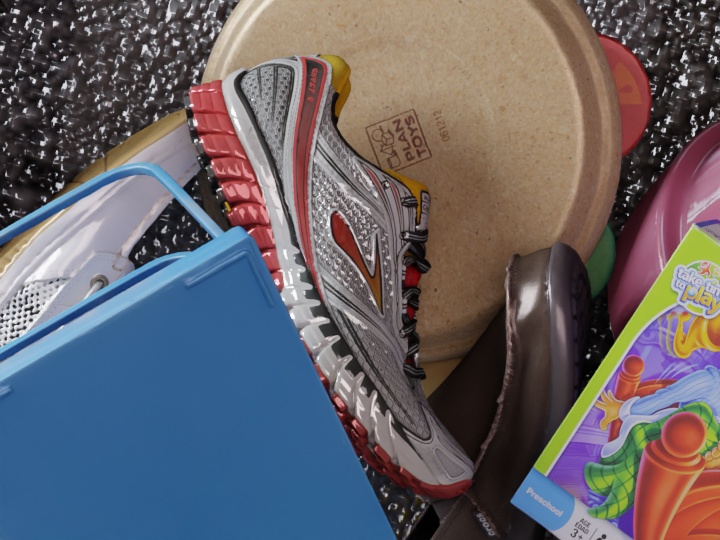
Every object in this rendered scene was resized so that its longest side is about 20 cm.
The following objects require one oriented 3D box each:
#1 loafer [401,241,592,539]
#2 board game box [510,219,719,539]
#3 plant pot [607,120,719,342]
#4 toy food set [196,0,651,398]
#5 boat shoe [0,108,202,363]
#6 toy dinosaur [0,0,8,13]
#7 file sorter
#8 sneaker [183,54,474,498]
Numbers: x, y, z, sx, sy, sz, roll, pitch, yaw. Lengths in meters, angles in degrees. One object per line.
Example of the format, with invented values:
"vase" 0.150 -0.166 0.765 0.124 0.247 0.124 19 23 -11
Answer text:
"loafer" 0.051 0.076 1.230 0.071 0.073 0.201 13 121 3
"board game box" 0.178 0.091 1.125 0.200 0.045 0.135 35 104 14
"plant pot" 0.229 -0.011 1.210 0.199 0.179 0.201 14 51 -17
"toy food set" 0.024 -0.055 1.261 0.198 0.049 0.200 -38 82 15
"boat shoe" -0.129 0.015 1.251 0.200 0.071 0.069 -44 98 -4
"toy dinosaur" -0.233 -0.115 1.234 0.135 0.102 0.200 -23 112 7
"file sorter" -0.085 0.078 1.184 0.139 0.123 0.200 -30 120 -9
"sneaker" 0.000 0.000 1.191 0.082 0.078 0.201 -25 82 -4
